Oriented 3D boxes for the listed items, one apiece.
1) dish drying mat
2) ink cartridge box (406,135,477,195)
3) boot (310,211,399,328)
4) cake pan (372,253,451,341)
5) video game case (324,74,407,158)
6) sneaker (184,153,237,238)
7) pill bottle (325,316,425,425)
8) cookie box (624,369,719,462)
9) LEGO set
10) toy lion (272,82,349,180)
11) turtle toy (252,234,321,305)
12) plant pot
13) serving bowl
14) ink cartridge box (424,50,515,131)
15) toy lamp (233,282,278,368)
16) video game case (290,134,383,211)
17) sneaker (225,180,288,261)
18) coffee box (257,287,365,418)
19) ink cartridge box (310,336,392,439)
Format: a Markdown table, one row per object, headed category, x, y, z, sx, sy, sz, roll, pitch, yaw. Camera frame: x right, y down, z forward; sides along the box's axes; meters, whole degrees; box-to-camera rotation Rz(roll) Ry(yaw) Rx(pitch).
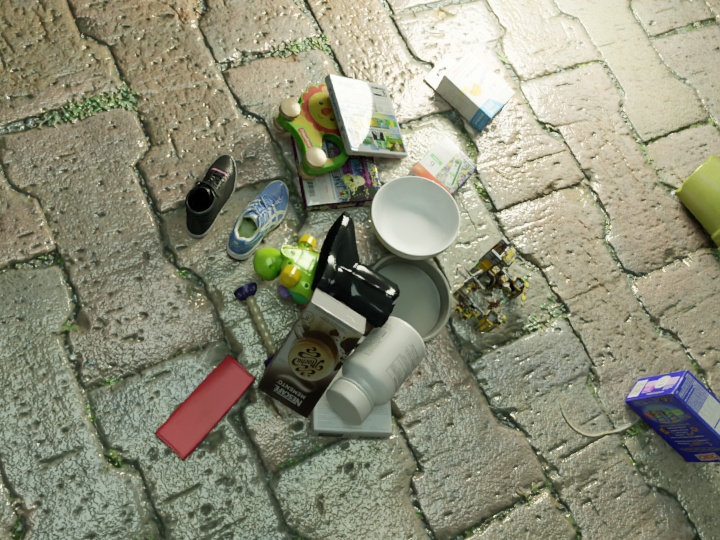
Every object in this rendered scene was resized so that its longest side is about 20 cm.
| category | x | y | z | sx | sy | sz | roll | pitch | yaw |
| --- | --- | --- | --- | --- | --- | --- | --- | --- | --- |
| dish drying mat | -0.293 | 0.259 | 1.215 | 0.077 | 0.018 | 0.200 | 41 | 67 | 2 |
| ink cartridge box | 0.171 | -0.209 | 1.482 | 0.109 | 0.050 | 0.200 | 44 | 66 | 2 |
| boot | 0.000 | 0.000 | 1.260 | 0.167 | 0.076 | 0.202 | 30 | 49 | -19 |
| cake pan | 0.100 | 0.062 | 1.377 | 0.197 | 0.037 | 0.203 | 5 | 70 | -13 |
| video game case | 0.016 | -0.346 | 1.447 | 0.199 | 0.022 | 0.185 | -6 | 77 | -48 |
| sneaker | -0.304 | -0.172 | 1.316 | 0.070 | 0.099 | 0.202 | 21 | 66 | -5 |
| pill bottle | 0.028 | 0.195 | 1.231 | 0.114 | 0.114 | 0.200 | 43 | 59 | 3 |
| cookie box | 0.709 | 0.320 | 1.381 | 0.200 | 0.171 | 0.075 | 45 | 70 | 2 |
| LEGO set | 0.298 | 0.026 | 1.381 | 0.199 | 0.116 | 0.154 | -33 | 80 | -35 |
| toy lion | -0.082 | -0.319 | 1.413 | 0.190 | 0.069 | 0.202 | -22 | 78 | -29 |
| turtle toy | -0.125 | 0.007 | 1.299 | 0.198 | 0.101 | 0.146 | 29 | 41 | -5 |
| plant pot | 0.914 | -0.185 | 1.613 | 0.200 | 0.201 | 0.184 | -36 | 72 | -23 |
| serving bowl | 0.116 | -0.106 | 1.401 | 0.197 | 0.066 | 0.203 | 4 | 63 | -8 |
| ink cartridge box | 0.270 | -0.460 | 1.586 | 0.200 | 0.068 | 0.115 | 43 | 66 | 2 |
| toy lamp | -0.190 | 0.123 | 1.268 | 0.058 | 0.058 | 0.202 | -23 | 80 | -21 |
| video game case | -0.055 | -0.238 | 1.439 | 0.179 | 0.036 | 0.203 | -8 | 74 | -17 |
| sneaker | -0.208 | -0.111 | 1.333 | 0.075 | 0.077 | 0.201 | 29 | 65 | -2 |
| coffee box | -0.089 | 0.152 | 1.170 | 0.112 | 0.080 | 0.201 | 31 | 106 | -6 |
| ink cartridge box | -0.020 | 0.235 | 1.290 | 0.160 | 0.057 | 0.202 | 6 | 56 | -13 |
